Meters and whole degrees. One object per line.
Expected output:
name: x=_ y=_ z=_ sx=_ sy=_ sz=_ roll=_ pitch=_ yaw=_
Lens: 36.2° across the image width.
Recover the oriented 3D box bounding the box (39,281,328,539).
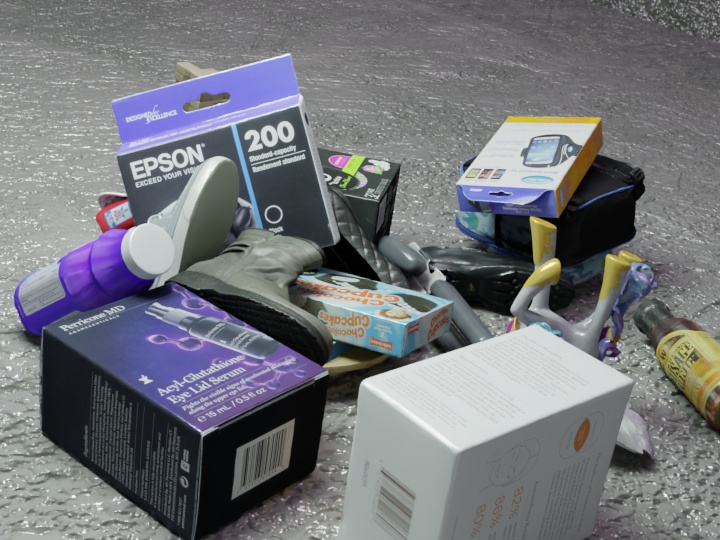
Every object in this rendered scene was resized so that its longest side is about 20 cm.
box: x=-0.149 y=0.108 z=0.912 sx=0.199 sy=0.105 sz=0.148 roll=26 pitch=30 yaw=31

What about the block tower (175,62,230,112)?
block tower: x=-0.192 y=-0.143 z=1.313 sx=0.058 sy=0.201 sz=0.054 roll=-14 pitch=34 yaw=-40

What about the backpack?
backpack: x=0.220 y=-0.070 z=1.358 sx=0.199 sy=0.148 sz=0.182 roll=26 pitch=35 yaw=38

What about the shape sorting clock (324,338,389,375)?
shape sorting clock: x=-0.062 y=0.063 z=1.111 sx=0.198 sy=0.040 sz=0.200 roll=8 pitch=14 yaw=-2

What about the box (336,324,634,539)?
box: x=0.096 y=0.149 z=0.852 sx=0.199 sy=0.153 sz=0.106 roll=-13 pitch=32 yaw=-40

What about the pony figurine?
pony figurine: x=0.199 y=0.073 z=1.046 sx=0.192 sy=0.201 sz=0.167 roll=18 pitch=15 yaw=-17

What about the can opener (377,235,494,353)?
can opener: x=0.072 y=0.031 z=1.170 sx=0.067 sy=0.053 sz=0.200 roll=28 pitch=17 yaw=-39

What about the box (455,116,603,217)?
box: x=0.192 y=-0.116 z=1.257 sx=0.118 sy=0.042 sz=0.200 roll=6 pitch=37 yaw=29

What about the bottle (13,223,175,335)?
bottle: x=-0.244 y=0.007 z=1.018 sx=0.083 sy=0.066 sz=0.199 roll=-22 pitch=0 yaw=-45

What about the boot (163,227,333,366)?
boot: x=-0.074 y=0.012 z=1.003 sx=0.199 sy=0.068 sz=0.130 roll=19 pitch=43 yaw=37

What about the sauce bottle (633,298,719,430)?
sauce bottle: x=0.349 y=0.095 z=1.161 sx=0.065 sy=0.067 sz=0.200 roll=1 pitch=24 yaw=-16

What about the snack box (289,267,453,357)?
snack box: x=-0.021 y=0.033 z=1.091 sx=0.199 sy=0.037 sz=0.116 roll=14 pitch=16 yaw=25

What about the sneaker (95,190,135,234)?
sneaker: x=-0.214 y=-0.080 z=1.182 sx=0.112 sy=0.200 sz=0.072 roll=0 pitch=52 yaw=-34

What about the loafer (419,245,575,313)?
loafer: x=0.147 y=0.004 z=1.272 sx=0.199 sy=0.069 sz=0.071 roll=7 pitch=34 yaw=4

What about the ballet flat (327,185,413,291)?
ballet flat: x=0.000 y=0.000 z=1.165 sx=0.057 sy=0.066 sz=0.201 roll=-34 pitch=85 yaw=-29

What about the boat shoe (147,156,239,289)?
boat shoe: x=-0.183 y=-0.022 z=1.068 sx=0.071 sy=0.202 sz=0.070 roll=24 pitch=5 yaw=27

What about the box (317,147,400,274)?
box: x=-0.068 y=-0.068 z=1.285 sx=0.198 sy=0.125 sz=0.149 roll=12 pitch=24 yaw=8

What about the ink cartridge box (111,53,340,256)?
ink cartridge box: x=-0.140 y=-0.099 z=1.114 sx=0.197 sy=0.202 sz=0.043 roll=-15 pitch=5 yaw=3
